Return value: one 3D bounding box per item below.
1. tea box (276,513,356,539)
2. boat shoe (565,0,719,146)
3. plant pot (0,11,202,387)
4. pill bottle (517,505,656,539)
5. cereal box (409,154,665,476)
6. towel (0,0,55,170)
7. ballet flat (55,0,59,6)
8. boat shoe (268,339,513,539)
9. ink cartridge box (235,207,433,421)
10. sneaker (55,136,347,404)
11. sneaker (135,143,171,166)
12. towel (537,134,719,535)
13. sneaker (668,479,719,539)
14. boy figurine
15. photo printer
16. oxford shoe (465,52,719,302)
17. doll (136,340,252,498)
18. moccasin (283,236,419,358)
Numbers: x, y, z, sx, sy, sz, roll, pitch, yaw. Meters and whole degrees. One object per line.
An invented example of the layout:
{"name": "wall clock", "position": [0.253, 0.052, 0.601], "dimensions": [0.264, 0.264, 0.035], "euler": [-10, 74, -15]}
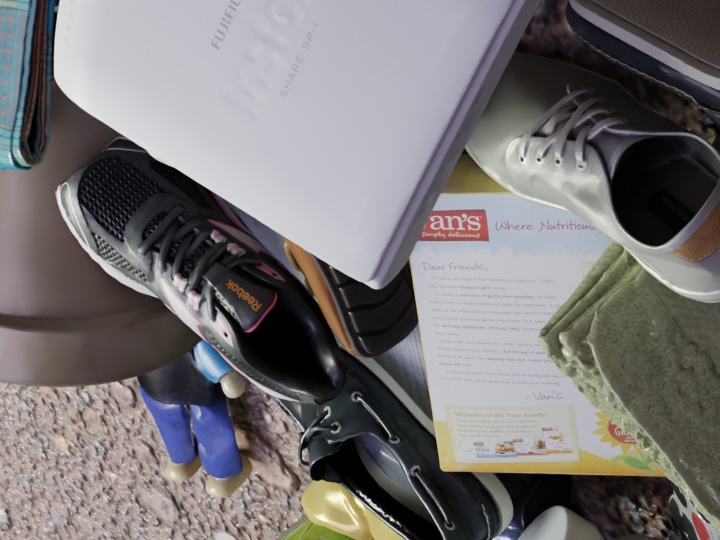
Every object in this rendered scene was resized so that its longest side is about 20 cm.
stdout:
{"name": "tea box", "position": [-0.013, 0.298, 1.107], "dimensions": [0.200, 0.197, 0.134], "euler": [41, 143, -1]}
{"name": "boat shoe", "position": [0.175, -0.074, 0.696], "dimensions": [0.198, 0.072, 0.068], "euler": [29, 136, 13]}
{"name": "plant pot", "position": [-0.182, -0.054, 0.949], "dimensions": [0.198, 0.200, 0.176], "euler": [21, 122, 25]}
{"name": "pill bottle", "position": [0.176, 0.227, 0.921], "dimensions": [0.199, 0.113, 0.113], "euler": [34, 143, -8]}
{"name": "cereal box", "position": [0.103, 0.028, 0.845], "dimensions": [0.142, 0.040, 0.202], "euler": [1, 128, 13]}
{"name": "towel", "position": [-0.243, -0.138, 0.878], "dimensions": [0.198, 0.022, 0.149], "euler": [11, 99, 37]}
{"name": "ballet flat", "position": [-0.227, -0.234, 0.888], "dimensions": [0.070, 0.068, 0.201], "euler": [-15, 118, 24]}
{"name": "boat shoe", "position": [-0.003, 0.107, 0.948], "dimensions": [0.199, 0.066, 0.075], "euler": [42, 141, 9]}
{"name": "ink cartridge box", "position": [0.000, 0.000, 0.941], "dimensions": [0.198, 0.041, 0.201], "euler": [12, 133, 30]}
{"name": "sneaker", "position": [-0.075, 0.002, 0.867], "dimensions": [0.199, 0.081, 0.086], "euler": [38, 175, -19]}
{"name": "sneaker", "position": [-0.108, -0.128, 0.854], "dimensions": [0.200, 0.114, 0.073], "euler": [38, 143, 12]}
{"name": "towel", "position": [0.196, 0.049, 0.754], "dimensions": [0.200, 0.148, 0.036], "euler": [46, 178, -6]}
{"name": "sneaker", "position": [0.216, 0.124, 0.847], "dimensions": [0.081, 0.083, 0.201], "euler": [58, 176, 43]}
{"name": "boy figurine", "position": [0.048, 0.162, 1.035], "dimensions": [0.198, 0.064, 0.125], "euler": [0, 124, 42]}
{"name": "photo printer", "position": [-0.036, -0.111, 0.688], "dimensions": [0.199, 0.069, 0.168], "euler": [32, 113, 9]}
{"name": "oxford shoe", "position": [0.109, -0.057, 0.734], "dimensions": [0.200, 0.075, 0.058], "euler": [42, 180, 41]}
{"name": "doll", "position": [-0.134, 0.072, 1.119], "dimensions": [0.135, 0.049, 0.202], "euler": [16, 135, 28]}
{"name": "moccasin", "position": [-0.016, -0.044, 0.816], "dimensions": [0.078, 0.073, 0.202], "euler": [45, 166, 40]}
